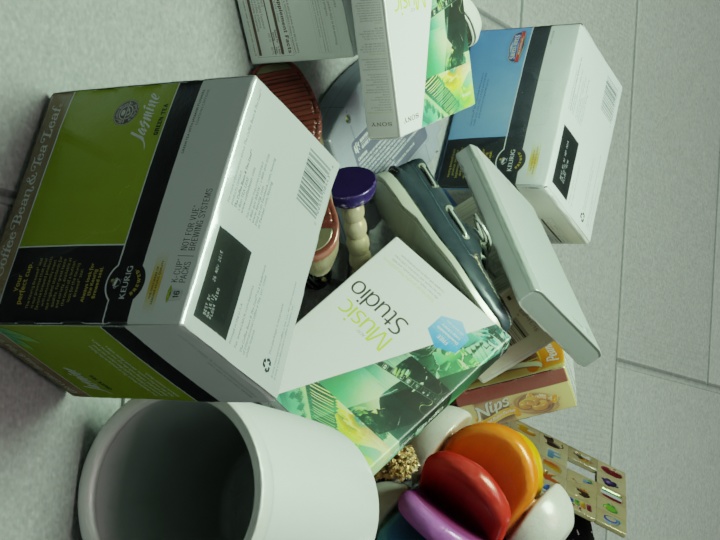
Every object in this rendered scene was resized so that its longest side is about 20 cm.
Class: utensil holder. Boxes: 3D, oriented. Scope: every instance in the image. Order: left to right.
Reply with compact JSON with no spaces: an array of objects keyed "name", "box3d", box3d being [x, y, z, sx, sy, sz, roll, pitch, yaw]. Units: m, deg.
[{"name":"utensil holder","box3d":[-0.099,0.186,1.490,0.200,0.169,0.171,20,73,-60]}]

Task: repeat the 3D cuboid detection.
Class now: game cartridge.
[{"name":"game cartridge","box3d":[0.013,-0.132,1.803,0.200,0.041,0.134,-50,135,-47]}]

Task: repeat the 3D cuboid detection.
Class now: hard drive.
[{"name":"hard drive","box3d":[0.158,-0.015,1.768,0.132,0.026,0.200,42,20,-44]}]

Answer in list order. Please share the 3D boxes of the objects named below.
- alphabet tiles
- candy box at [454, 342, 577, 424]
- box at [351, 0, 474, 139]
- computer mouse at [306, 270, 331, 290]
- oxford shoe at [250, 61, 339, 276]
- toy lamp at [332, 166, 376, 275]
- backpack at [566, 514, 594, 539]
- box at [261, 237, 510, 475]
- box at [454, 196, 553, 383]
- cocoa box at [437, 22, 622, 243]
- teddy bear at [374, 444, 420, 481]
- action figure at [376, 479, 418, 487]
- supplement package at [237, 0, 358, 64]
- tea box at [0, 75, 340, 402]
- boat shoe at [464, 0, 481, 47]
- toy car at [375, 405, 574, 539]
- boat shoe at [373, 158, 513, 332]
[{"name":"alphabet tiles","box3d":[0.175,0.190,1.864,0.008,0.199,0.167,-64,179,17]},{"name":"candy box","box3d":[0.153,0.070,1.896,0.200,0.115,0.055,-87,158,-55]},{"name":"box","box3d":[0.044,-0.226,1.623,0.144,0.036,0.201,-29,117,-55]},{"name":"computer mouse","box3d":[-0.073,-0.025,1.660,0.200,0.034,0.059,29,64,-56]},{"name":"oxford shoe","box3d":[-0.062,-0.087,1.633,0.075,0.070,0.201,80,0,-67]},{"name":"toy lamp","box3d":[0.000,0.000,1.740,0.058,0.058,0.201,-54,143,-45]},{"name":"backpack","box3d":[0.118,0.279,1.852,0.200,0.182,0.135,-7,87,-51]},{"name":"box","box3d":[0.014,0.080,1.644,0.200,0.144,0.036,-42,162,-23]},{"name":"box","box3d":[0.125,0.010,1.841,0.078,0.095,0.200,50,17,-26]},{"name":"cocoa box","box3d":[0.181,-0.143,1.990,0.133,0.131,0.201,45,52,-50]},{"name":"teddy bear","box3d":[0.004,0.156,1.692,0.067,0.145,0.201,41,49,-38]},{"name":"action figure","box3d":[0.035,0.145,1.810,0.130,0.069,0.201,54,49,-56]},{"name":"supplement package","box3d":[-0.035,-0.303,1.648,0.156,0.111,0.201,-40,124,-52]},{"name":"tea box","box3d":[-0.148,-0.020,1.373,0.134,0.196,0.201,45,54,-49]},{"name":"boat shoe","box3d":[0.049,-0.258,1.836,0.200,0.071,0.064,33,61,-46]},{"name":"toy car","box3d":[0.086,0.225,1.691,0.200,0.175,0.150,-52,167,-4]},{"name":"boat shoe","box3d":[0.086,-0.022,1.727,0.062,0.200,0.075,-27,151,-20]}]
